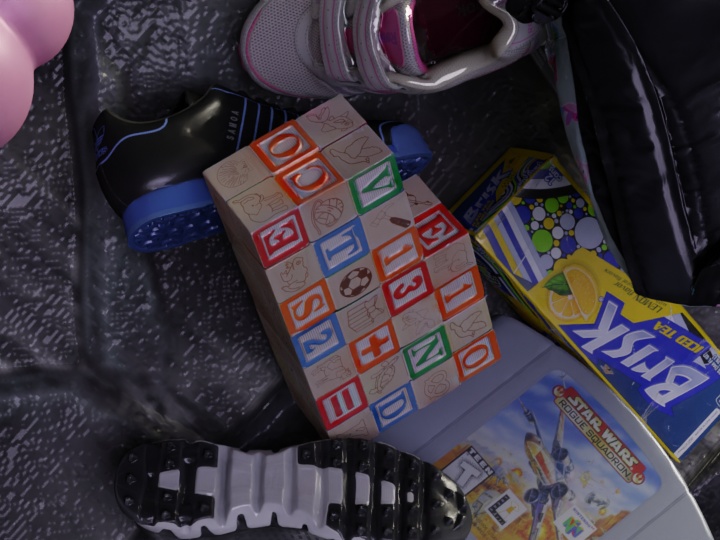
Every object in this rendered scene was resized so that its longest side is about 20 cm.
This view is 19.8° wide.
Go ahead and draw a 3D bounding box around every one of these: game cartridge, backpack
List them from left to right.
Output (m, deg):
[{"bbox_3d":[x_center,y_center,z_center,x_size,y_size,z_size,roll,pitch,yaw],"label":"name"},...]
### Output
[{"bbox_3d":[0.106,0.125,1.195,0.133,0.042,0.200,-39,69,-8],"label":"game cartridge"},{"bbox_3d":[0.178,-0.084,1.042,0.167,0.127,0.200,-8,97,22],"label":"backpack"}]

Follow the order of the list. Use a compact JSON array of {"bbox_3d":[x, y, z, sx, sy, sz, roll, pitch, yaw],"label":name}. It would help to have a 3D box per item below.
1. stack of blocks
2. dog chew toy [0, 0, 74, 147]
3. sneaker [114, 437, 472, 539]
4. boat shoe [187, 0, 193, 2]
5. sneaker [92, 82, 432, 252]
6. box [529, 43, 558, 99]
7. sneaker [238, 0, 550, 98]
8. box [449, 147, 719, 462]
[{"bbox_3d":[0.000,0.000,1.139,0.115,0.059,0.200,-31,139,-11],"label":"stack of blocks"},{"bbox_3d":[-0.227,-0.097,1.065,0.200,0.125,0.125,-47,110,-14],"label":"dog chew toy"},{"bbox_3d":[-0.037,0.140,1.176,0.200,0.091,0.067,3,58,0],"label":"sneaker"},{"bbox_3d":[-0.128,-0.240,1.102,0.066,0.072,0.200,-36,100,-6],"label":"boat shoe"},{"bbox_3d":[-0.054,-0.070,1.154,0.200,0.070,0.078,-12,69,-33],"label":"sneaker"},{"bbox_3d":[0.181,-0.137,1.158,0.159,0.046,0.200,-32,81,-8],"label":"box"},{"bbox_3d":[0.017,-0.135,1.111,0.200,0.088,0.081,-12,104,26],"label":"sneaker"},{"bbox_3d":[0.141,0.021,1.239,0.070,0.064,0.200,-46,109,-7],"label":"box"}]
